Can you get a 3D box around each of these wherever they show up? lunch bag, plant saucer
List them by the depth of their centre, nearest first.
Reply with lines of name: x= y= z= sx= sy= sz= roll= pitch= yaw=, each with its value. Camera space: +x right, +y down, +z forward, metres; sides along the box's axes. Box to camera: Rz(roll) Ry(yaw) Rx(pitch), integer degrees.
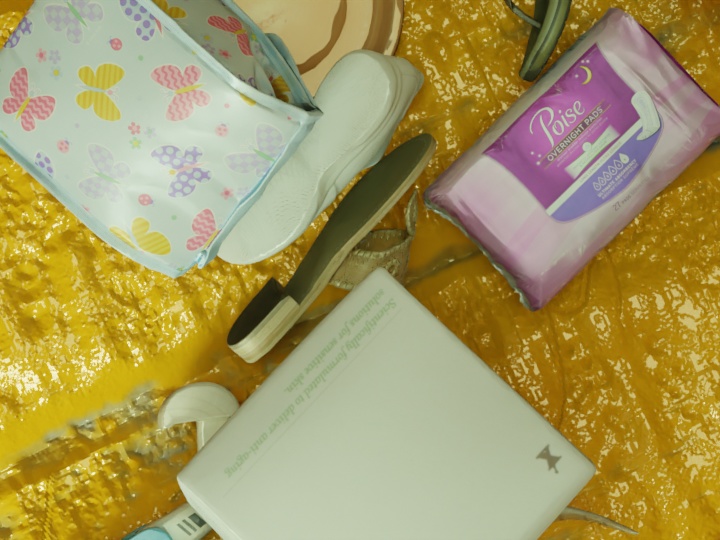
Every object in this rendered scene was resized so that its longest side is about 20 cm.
lunch bag: x=-0.144 y=-0.115 z=1.390 sx=0.200 sy=0.127 sz=0.170 roll=42 pitch=116 yaw=7
plant saucer: x=-0.068 y=-0.195 z=1.457 sx=0.200 sy=0.032 sz=0.201 roll=0 pitch=89 yaw=0

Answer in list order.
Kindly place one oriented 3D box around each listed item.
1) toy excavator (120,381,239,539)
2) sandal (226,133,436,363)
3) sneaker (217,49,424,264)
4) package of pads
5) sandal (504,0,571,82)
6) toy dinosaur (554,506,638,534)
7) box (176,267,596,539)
toy excavator: x=-0.136 y=0.206 z=1.435 sx=0.200 sy=0.100 sz=0.195 roll=-34 pitch=92 yaw=-13
sandal: x=-0.001 y=-0.002 z=1.447 sx=0.070 sy=0.078 sz=0.212 roll=42 pitch=96 yaw=-20
sneaker: x=-0.027 y=-0.076 z=1.439 sx=0.200 sy=0.088 sz=0.075 roll=-43 pitch=74 yaw=24
package of pads: x=0.153 y=-0.080 z=1.434 sx=0.200 sy=0.076 sz=0.121 roll=-44 pitch=92 yaw=0
sandal: x=0.121 y=-0.233 z=1.436 sx=0.057 sy=0.080 sz=0.201 roll=2 pitch=81 yaw=-5
toy dinosaur: x=0.088 y=0.196 z=1.452 sx=0.200 sy=0.060 sz=0.106 roll=-35 pitch=103 yaw=10
box: x=0.013 y=0.144 z=1.333 sx=0.200 sy=0.171 sz=0.199 roll=44 pitch=81 yaw=5
